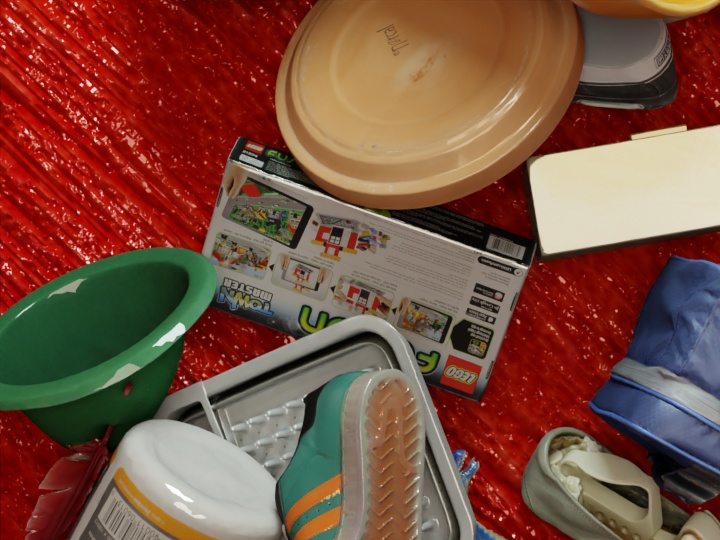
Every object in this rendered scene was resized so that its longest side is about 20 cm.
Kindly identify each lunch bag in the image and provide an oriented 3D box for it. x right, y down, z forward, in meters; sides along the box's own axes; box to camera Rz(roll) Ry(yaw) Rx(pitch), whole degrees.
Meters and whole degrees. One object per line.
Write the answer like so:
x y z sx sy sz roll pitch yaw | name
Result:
0.224 0.080 1.662 0.135 0.200 0.133 29 90 -3 | lunch bag

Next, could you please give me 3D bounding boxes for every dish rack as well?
-0.025 0.132 1.710 0.199 0.043 0.173 -24 83 28 | dish rack

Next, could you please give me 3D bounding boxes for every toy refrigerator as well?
0.205 -0.057 1.731 0.199 0.076 0.070 -9 87 1 | toy refrigerator

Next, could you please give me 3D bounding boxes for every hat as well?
-0.148 0.105 1.737 0.199 0.166 0.177 -11 119 27 | hat

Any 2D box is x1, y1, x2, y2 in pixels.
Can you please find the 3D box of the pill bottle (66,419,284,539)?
-0.136 0.201 1.685 0.116 0.116 0.201 30 109 3 | pill bottle

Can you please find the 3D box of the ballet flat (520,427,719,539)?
0.187 0.165 1.700 0.199 0.064 0.067 32 44 20 | ballet flat

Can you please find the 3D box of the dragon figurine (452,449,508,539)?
0.064 0.216 1.728 0.099 0.059 0.201 12 87 2 | dragon figurine

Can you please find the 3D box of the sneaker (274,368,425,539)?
-0.011 0.160 1.631 0.071 0.080 0.201 20 70 -38 | sneaker

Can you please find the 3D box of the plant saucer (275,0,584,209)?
0.039 -0.129 1.693 0.199 0.032 0.201 -12 53 16 | plant saucer

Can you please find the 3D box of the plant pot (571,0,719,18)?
0.117 -0.247 1.619 0.183 0.200 0.202 2 86 43 | plant pot

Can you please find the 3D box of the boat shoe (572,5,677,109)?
0.107 -0.139 1.738 0.198 0.068 0.074 6 57 23 | boat shoe

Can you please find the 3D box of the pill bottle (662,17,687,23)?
0.267 -0.223 1.719 0.199 0.114 0.115 -16 87 0 | pill bottle

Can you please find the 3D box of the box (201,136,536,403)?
0.000 0.000 1.726 0.199 0.035 0.111 20 122 2 | box
